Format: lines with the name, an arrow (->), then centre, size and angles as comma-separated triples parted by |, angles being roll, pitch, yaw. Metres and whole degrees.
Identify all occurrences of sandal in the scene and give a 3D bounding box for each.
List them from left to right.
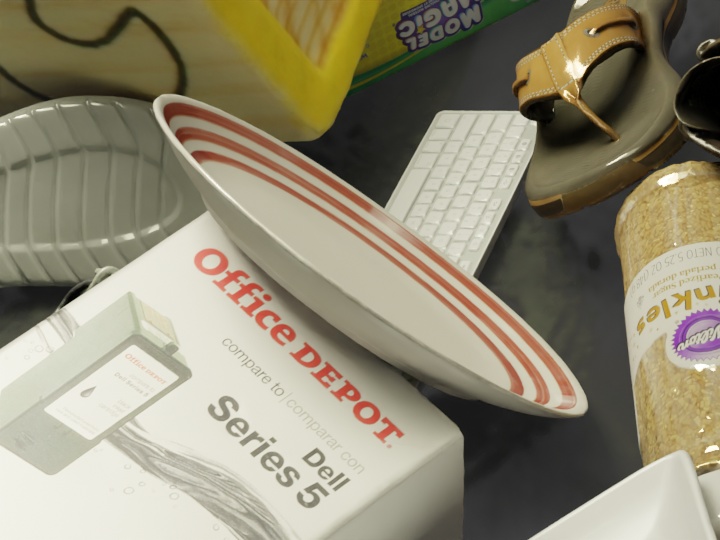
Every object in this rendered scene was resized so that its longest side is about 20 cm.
sandal -> -0.153, -0.030, 1.208 | 0.202, 0.083, 0.050 | -11, 11, 3
sandal -> 0.099, -0.088, 1.172 | 0.082, 0.055, 0.200 | -31, 24, 29

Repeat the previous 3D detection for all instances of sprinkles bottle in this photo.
sprinkles bottle -> 0.133, 0.045, 1.029 | 0.068, 0.068, 0.200 | -9, 40, 7

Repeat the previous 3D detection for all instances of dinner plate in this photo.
dinner plate -> 0.000, 0.000, 1.051 | 0.024, 0.200, 0.200 | -53, 43, 9

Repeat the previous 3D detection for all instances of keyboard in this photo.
keyboard -> 0.024, -0.003, 1.163 | 0.056, 0.011, 0.200 | 6, 44, 23

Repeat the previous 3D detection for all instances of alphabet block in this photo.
alphabet block -> -0.109, -0.182, 1.217 | 0.200, 0.195, 0.197 | -1, 57, 36

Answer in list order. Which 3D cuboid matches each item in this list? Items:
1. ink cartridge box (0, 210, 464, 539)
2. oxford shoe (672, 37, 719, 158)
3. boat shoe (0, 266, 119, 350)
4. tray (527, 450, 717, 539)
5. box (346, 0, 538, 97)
ink cartridge box -> -0.081, 0.091, 1.006 | 0.200, 0.084, 0.145 | -36, 60, -23
oxford shoe -> 0.162, -0.072, 1.092 | 0.084, 0.073, 0.200 | 9, 3, -4
boat shoe -> -0.093, 0.032, 1.116 | 0.200, 0.063, 0.073 | -38, 45, -25
tray -> 0.038, 0.142, 0.925 | 0.200, 0.022, 0.107 | -34, 22, 12
box -> 0.036, -0.159, 1.313 | 0.200, 0.048, 0.117 | -29, 41, -13
